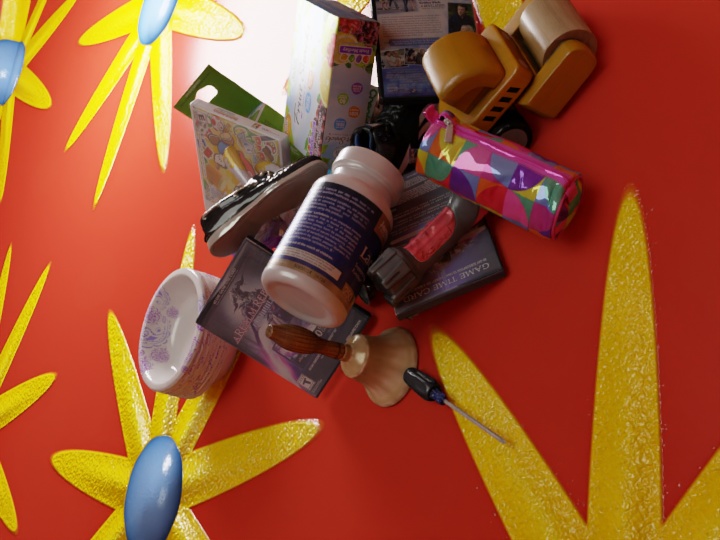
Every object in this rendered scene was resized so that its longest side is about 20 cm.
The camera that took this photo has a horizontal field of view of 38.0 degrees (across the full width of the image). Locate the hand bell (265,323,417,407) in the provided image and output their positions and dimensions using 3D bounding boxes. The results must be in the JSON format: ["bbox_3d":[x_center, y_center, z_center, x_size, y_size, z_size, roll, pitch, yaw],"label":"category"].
[{"bbox_3d":[-0.034,0.097,1.305,0.103,0.198,0.106,-27,53,43],"label":"hand bell"}]

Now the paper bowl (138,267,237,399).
[{"bbox_3d":[-0.268,0.106,1.694,0.199,0.103,0.205,-28,53,44],"label":"paper bowl"}]

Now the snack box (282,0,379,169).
[{"bbox_3d":[-0.045,-0.260,1.446,0.169,0.066,0.204,-133,49,-58],"label":"snack box"}]

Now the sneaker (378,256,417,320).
[{"bbox_3d":[0.051,-0.030,1.370,0.086,0.078,0.202,-36,53,9],"label":"sneaker"}]

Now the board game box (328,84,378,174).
[{"bbox_3d":[-0.038,-0.182,1.548,0.126,0.034,0.204,31,105,62],"label":"board game box"}]

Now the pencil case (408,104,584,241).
[{"bbox_3d":[0.152,-0.109,1.177,0.198,0.088,0.090,28,98,19],"label":"pencil case"}]

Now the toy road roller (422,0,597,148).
[{"bbox_3d":[0.165,-0.242,1.237,0.200,0.144,0.124,-49,42,28],"label":"toy road roller"}]

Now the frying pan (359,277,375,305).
[{"bbox_3d":[-0.009,-0.015,1.379,0.116,0.031,0.190,60,171,8],"label":"frying pan"}]

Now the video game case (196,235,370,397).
[{"bbox_3d":[-0.105,0.065,1.421,0.144,0.198,0.019,-56,8,18],"label":"video game case"}]

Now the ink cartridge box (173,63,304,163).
[{"bbox_3d":[-0.196,-0.206,1.633,0.147,0.198,0.077,-31,32,51],"label":"ink cartridge box"}]

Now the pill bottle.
[{"bbox_3d":[-0.029,-0.043,1.274,0.115,0.115,0.202,-2,54,52],"label":"pill bottle"}]

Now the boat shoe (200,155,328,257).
[{"bbox_3d":[-0.132,-0.098,1.400,0.199,0.074,0.061,-38,62,16],"label":"boat shoe"}]

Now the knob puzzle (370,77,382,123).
[{"bbox_3d":[0.072,-0.258,1.469,0.218,0.030,0.224,-27,54,44],"label":"knob puzzle"}]

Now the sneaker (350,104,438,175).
[{"bbox_3d":[0.045,-0.202,1.381,0.072,0.111,0.204,12,92,39],"label":"sneaker"}]

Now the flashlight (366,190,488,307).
[{"bbox_3d":[0.091,-0.051,1.249,0.200,0.068,0.068,-42,80,-12],"label":"flashlight"}]

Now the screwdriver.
[{"bbox_3d":[0.106,0.159,1.231,0.199,0.029,0.028,32,101,59],"label":"screwdriver"}]

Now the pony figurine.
[{"bbox_3d":[-0.134,-0.057,1.494,0.199,0.165,0.196,35,117,36],"label":"pony figurine"}]

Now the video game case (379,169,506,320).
[{"bbox_3d":[0.088,-0.047,1.306,0.141,0.019,0.203,-22,53,10],"label":"video game case"}]

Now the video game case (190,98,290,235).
[{"bbox_3d":[-0.177,-0.145,1.595,0.180,0.023,0.203,24,136,27],"label":"video game case"}]

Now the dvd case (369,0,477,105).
[{"bbox_3d":[0.087,-0.307,1.394,0.018,0.139,0.204,93,173,-62],"label":"dvd case"}]
